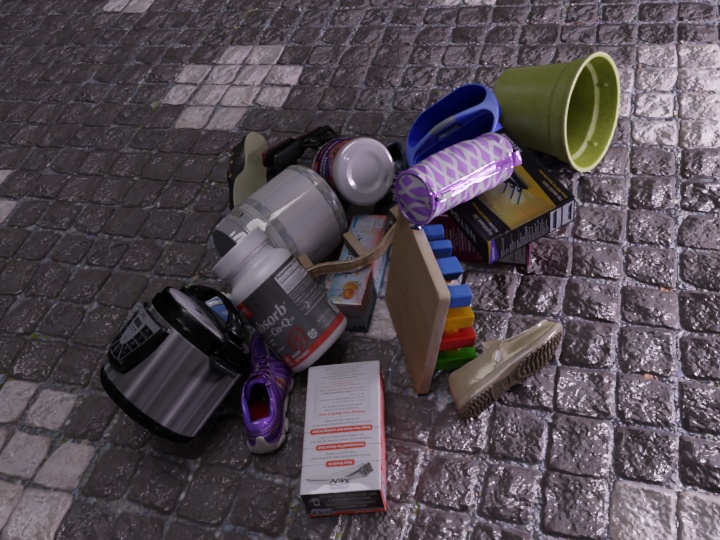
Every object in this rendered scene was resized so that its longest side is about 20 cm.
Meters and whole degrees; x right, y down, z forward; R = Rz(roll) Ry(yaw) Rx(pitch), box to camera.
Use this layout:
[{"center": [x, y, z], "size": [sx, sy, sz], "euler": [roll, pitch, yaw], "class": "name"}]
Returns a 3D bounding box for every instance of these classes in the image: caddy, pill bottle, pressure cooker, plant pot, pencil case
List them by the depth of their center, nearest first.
[{"center": [0.137, -0.135, 1.092], "size": [0.198, 0.086, 0.085], "euler": [-31, 20, -34], "class": "pencil case"}, {"center": [-0.254, 0.120, 1.099], "size": [0.175, 0.179, 0.201], "euler": [39, 88, 4], "class": "pressure cooker"}, {"center": [-0.122, 0.042, 1.138], "size": [0.201, 0.116, 0.116], "euler": [48, 63, -5], "class": "pill bottle"}, {"center": [0.171, -0.240, 1.355], "size": [0.198, 0.104, 0.144], "euler": [-30, 57, 31], "class": "caddy"}, {"center": [-0.023, -0.179, 1.355], "size": [0.110, 0.113, 0.200], "euler": [-28, 16, -13], "class": "pill bottle"}, {"center": [0.342, -0.294, 1.382], "size": [0.182, 0.203, 0.201], "euler": [17, 52, 42], "class": "plant pot"}]

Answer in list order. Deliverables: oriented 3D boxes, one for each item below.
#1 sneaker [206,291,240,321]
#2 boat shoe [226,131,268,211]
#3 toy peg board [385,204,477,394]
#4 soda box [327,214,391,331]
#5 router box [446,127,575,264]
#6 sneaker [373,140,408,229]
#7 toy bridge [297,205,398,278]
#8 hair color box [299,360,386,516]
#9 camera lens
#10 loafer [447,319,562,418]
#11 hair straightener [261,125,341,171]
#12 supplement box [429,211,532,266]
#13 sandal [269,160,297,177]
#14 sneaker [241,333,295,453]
[{"center": [-0.285, 0.105, 1.222], "size": [0.196, 0.080, 0.090], "euler": [-21, 43, -7], "class": "sneaker"}, {"center": [-0.224, -0.175, 1.482], "size": [0.063, 0.073, 0.205], "euler": [-29, 46, 37], "class": "boat shoe"}, {"center": [0.115, 0.035, 1.120], "size": [0.095, 0.202, 0.202], "euler": [-5, 44, -13], "class": "toy peg board"}, {"center": [0.000, 0.000, 1.255], "size": [0.062, 0.069, 0.203], "euler": [3, 48, 17], "class": "soda box"}, {"center": [0.213, -0.121, 1.184], "size": [0.155, 0.053, 0.201], "euler": [-27, 49, -9], "class": "router box"}, {"center": [0.054, -0.152, 1.375], "size": [0.072, 0.082, 0.203], "euler": [-5, 47, 9], "class": "sneaker"}, {"center": [-0.007, -0.035, 1.220], "size": [0.197, 0.028, 0.067], "euler": [-29, 47, -13], "class": "toy bridge"}, {"center": [-0.021, 0.229, 1.053], "size": [0.108, 0.065, 0.203], "euler": [-6, 45, 7], "class": "hair color box"}, {"center": [-0.130, -0.067, 1.285], "size": [0.199, 0.162, 0.159], "euler": [-40, 51, -23], "class": "camera lens"}, {"center": [0.204, 0.126, 1.084], "size": [0.198, 0.076, 0.068], "euler": [-32, 54, -16], "class": "loafer"}, {"center": [-0.100, -0.243, 1.503], "size": [0.076, 0.042, 0.198], "euler": [22, 38, 37], "class": "hair straightener"}, {"center": [0.192, -0.095, 1.274], "size": [0.195, 0.105, 0.133], "euler": [5, 48, 17], "class": "supplement box"}, {"center": [-0.132, -0.173, 1.466], "size": [0.075, 0.043, 0.201], "euler": [-27, 47, -12], "class": "sandal"}, {"center": [-0.140, 0.166, 1.125], "size": [0.079, 0.085, 0.203], "euler": [-11, 45, 2], "class": "sneaker"}]
